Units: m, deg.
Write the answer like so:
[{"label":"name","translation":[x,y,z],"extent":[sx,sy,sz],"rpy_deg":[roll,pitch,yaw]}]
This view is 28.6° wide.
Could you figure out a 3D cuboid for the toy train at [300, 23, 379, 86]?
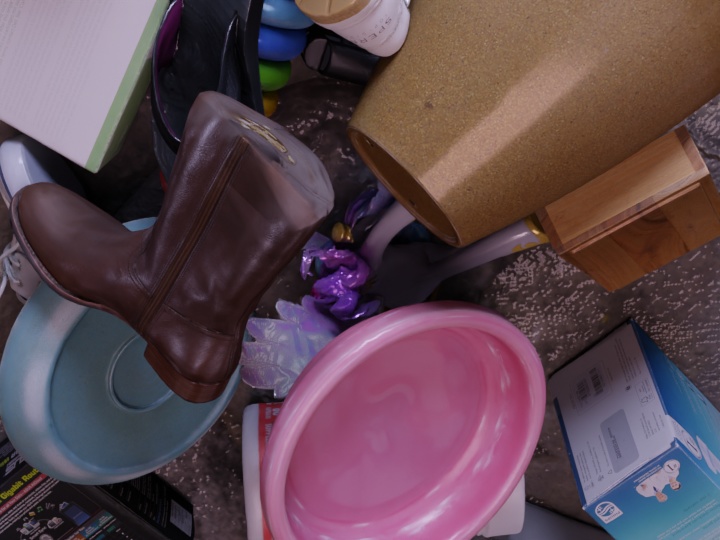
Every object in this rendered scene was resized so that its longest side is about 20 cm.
[{"label":"toy train","translation":[0.057,-0.123,0.904],"extent":[0.198,0.046,0.034],"rpy_deg":[11,121,-11]}]

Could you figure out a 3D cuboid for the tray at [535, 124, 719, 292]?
[{"label":"tray","translation":[0.181,-0.033,0.900],"extent":[0.098,0.037,0.200],"rpy_deg":[-29,164,13]}]

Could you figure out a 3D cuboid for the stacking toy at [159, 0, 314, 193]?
[{"label":"stacking toy","translation":[-0.073,-0.124,0.856],"extent":[0.084,0.086,0.202],"rpy_deg":[16,112,-14]}]

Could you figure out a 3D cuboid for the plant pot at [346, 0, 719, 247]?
[{"label":"plant pot","translation":[0.092,-0.116,0.791],"extent":[0.200,0.186,0.187],"rpy_deg":[-44,118,-5]}]

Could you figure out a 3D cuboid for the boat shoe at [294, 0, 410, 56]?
[{"label":"boat shoe","translation":[0.002,-0.206,0.780],"extent":[0.070,0.202,0.069],"rpy_deg":[-12,150,30]}]

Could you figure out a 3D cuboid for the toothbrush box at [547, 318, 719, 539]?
[{"label":"toothbrush box","translation":[0.238,0.158,1.037],"extent":[0.085,0.147,0.200],"rpy_deg":[-38,119,19]}]

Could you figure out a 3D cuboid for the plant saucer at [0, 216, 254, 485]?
[{"label":"plant saucer","translation":[-0.148,0.062,0.953],"extent":[0.199,0.027,0.202],"rpy_deg":[-22,127,-32]}]

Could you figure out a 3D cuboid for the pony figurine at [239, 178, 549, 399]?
[{"label":"pony figurine","translation":[0.000,0.000,0.921],"extent":[0.192,0.168,0.200],"rpy_deg":[17,131,-41]}]

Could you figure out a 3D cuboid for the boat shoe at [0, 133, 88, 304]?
[{"label":"boat shoe","translation":[-0.213,0.001,0.953],"extent":[0.085,0.075,0.203],"rpy_deg":[-15,132,10]}]

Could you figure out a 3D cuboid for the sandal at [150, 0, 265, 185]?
[{"label":"sandal","translation":[-0.092,-0.119,0.800],"extent":[0.075,0.048,0.203],"rpy_deg":[15,114,23]}]

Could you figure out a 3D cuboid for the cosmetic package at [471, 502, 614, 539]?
[{"label":"cosmetic package","translation":[0.117,0.307,1.089],"extent":[0.165,0.201,0.168],"rpy_deg":[22,118,-18]}]

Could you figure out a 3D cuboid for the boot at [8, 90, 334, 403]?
[{"label":"boot","translation":[-0.111,-0.042,0.790],"extent":[0.186,0.064,0.201],"rpy_deg":[40,138,9]}]

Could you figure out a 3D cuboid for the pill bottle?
[{"label":"pill bottle","translation":[0.015,0.149,1.033],"extent":[0.197,0.114,0.115],"rpy_deg":[-4,123,-3]}]

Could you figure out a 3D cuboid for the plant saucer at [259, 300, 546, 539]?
[{"label":"plant saucer","translation":[0.023,0.103,0.881],"extent":[0.199,0.051,0.203],"rpy_deg":[-16,125,-24]}]

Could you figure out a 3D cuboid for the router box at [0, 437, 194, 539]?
[{"label":"router box","translation":[-0.248,0.211,1.083],"extent":[0.199,0.062,0.150],"rpy_deg":[-38,118,18]}]

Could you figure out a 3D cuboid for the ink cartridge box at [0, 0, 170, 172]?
[{"label":"ink cartridge box","translation":[-0.215,-0.170,0.855],"extent":[0.199,0.048,0.146],"rpy_deg":[29,117,-1]}]
